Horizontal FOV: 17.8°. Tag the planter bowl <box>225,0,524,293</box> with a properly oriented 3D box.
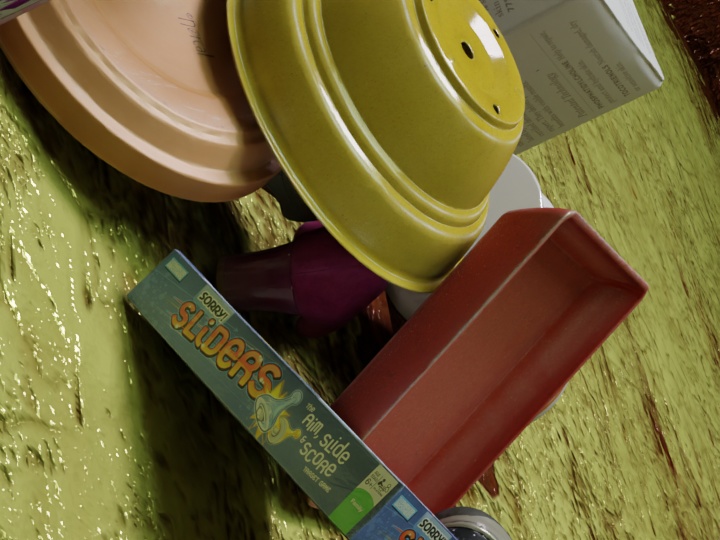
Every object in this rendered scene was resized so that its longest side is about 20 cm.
[{"bbox_3d":[0.026,-0.095,1.175,0.200,0.083,0.200,43,30,-33],"label":"planter bowl"}]

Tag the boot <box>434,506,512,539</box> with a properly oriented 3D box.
[{"bbox_3d":[0.088,0.244,1.253,0.204,0.073,0.154,55,20,-14],"label":"boot"}]

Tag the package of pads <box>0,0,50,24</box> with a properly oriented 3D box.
[{"bbox_3d":[-0.162,-0.137,0.903,0.076,0.120,0.200,65,16,-3],"label":"package of pads"}]

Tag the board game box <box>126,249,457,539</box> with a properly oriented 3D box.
[{"bbox_3d":[-0.016,0.084,1.057,0.200,0.034,0.135,43,-4,43],"label":"board game box"}]

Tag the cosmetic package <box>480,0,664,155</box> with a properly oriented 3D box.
[{"bbox_3d":[0.080,-0.188,1.643,0.166,0.200,0.167,38,31,-59],"label":"cosmetic package"}]

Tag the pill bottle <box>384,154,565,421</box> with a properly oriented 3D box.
[{"bbox_3d":[0.071,0.010,1.373,0.200,0.112,0.112,78,-3,-61],"label":"pill bottle"}]

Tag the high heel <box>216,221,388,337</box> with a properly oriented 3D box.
[{"bbox_3d":[0.000,0.000,1.260,0.200,0.096,0.067,13,74,-70],"label":"high heel"}]

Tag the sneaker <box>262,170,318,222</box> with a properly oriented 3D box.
[{"bbox_3d":[-0.078,-0.098,1.250,0.200,0.092,0.076,46,54,-2],"label":"sneaker"}]

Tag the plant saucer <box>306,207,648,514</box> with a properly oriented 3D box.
[{"bbox_3d":[0.059,0.053,1.236,0.037,0.200,0.200,43,4,21],"label":"plant saucer"}]

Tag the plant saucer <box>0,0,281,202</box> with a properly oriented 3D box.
[{"bbox_3d":[-0.102,-0.126,1.130,0.200,0.032,0.200,32,39,-30],"label":"plant saucer"}]
